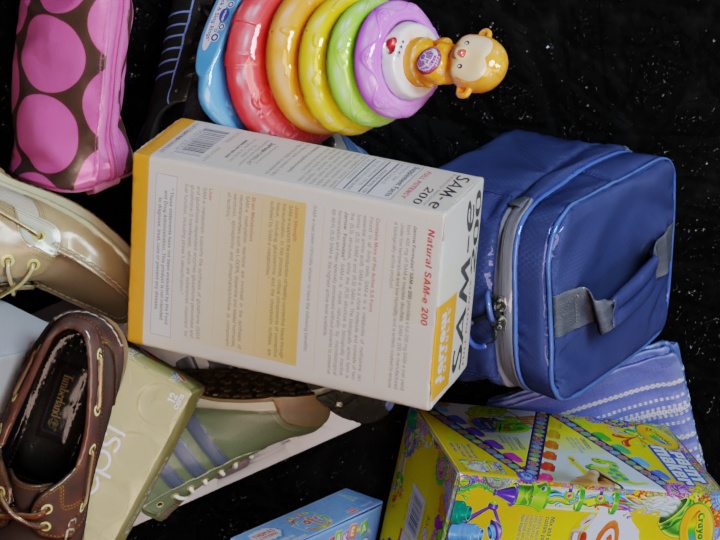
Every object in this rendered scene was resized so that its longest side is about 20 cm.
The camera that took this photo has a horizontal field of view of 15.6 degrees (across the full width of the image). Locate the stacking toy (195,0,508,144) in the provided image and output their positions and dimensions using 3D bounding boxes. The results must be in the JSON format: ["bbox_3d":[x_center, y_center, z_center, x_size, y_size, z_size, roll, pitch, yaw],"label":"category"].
[{"bbox_3d":[0.007,-0.123,1.569,0.110,0.199,0.117,38,68,-42],"label":"stacking toy"}]

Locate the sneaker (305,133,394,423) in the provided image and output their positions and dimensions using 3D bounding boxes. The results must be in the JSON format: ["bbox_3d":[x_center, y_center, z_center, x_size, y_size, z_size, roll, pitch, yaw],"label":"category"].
[{"bbox_3d":[0.000,0.000,1.673,0.078,0.201,0.089,-21,157,33],"label":"sneaker"}]

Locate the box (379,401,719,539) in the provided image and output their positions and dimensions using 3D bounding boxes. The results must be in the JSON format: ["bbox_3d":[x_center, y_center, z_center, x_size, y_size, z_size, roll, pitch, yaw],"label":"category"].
[{"bbox_3d":[0.117,0.209,1.758,0.191,0.122,0.201,7,108,-17],"label":"box"}]

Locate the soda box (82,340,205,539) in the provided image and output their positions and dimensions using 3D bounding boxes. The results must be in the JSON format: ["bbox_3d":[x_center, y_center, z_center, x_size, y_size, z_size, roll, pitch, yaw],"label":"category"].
[{"bbox_3d":[-0.172,0.143,1.604,0.067,0.064,0.201,29,94,3],"label":"soda box"}]

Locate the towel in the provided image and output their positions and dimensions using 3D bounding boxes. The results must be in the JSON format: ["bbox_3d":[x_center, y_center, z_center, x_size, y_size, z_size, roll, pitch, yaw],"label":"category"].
[{"bbox_3d":[0.175,0.156,1.829,0.144,0.024,0.201,-18,110,-5],"label":"towel"}]

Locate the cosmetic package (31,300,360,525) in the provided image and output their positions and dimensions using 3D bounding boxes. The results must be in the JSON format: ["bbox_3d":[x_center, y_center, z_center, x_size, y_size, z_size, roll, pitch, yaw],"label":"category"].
[{"bbox_3d":[-0.119,0.070,1.725,0.199,0.052,0.151,-24,108,-4],"label":"cosmetic package"}]

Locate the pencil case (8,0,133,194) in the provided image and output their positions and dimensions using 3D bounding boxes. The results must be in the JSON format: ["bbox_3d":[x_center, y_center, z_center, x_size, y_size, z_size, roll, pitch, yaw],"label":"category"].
[{"bbox_3d":[-0.169,-0.145,1.619,0.091,0.093,0.201,-19,122,-48],"label":"pencil case"}]

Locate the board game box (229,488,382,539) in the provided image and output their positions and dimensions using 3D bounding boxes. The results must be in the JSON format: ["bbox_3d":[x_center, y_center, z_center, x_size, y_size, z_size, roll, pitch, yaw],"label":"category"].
[{"bbox_3d":[-0.051,0.258,1.755,0.036,0.151,0.201,19,107,26],"label":"board game box"}]

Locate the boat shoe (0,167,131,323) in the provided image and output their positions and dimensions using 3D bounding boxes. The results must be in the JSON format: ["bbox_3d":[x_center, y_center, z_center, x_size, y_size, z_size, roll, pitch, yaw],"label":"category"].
[{"bbox_3d":[-0.221,-0.018,1.619,0.199,0.074,0.067,31,55,-3],"label":"boat shoe"}]

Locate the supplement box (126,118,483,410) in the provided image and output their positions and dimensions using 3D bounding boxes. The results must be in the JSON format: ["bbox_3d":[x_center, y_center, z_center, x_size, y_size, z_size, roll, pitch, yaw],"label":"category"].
[{"bbox_3d":[-0.034,-0.006,1.566,0.199,0.074,0.127,13,114,17],"label":"supplement box"}]

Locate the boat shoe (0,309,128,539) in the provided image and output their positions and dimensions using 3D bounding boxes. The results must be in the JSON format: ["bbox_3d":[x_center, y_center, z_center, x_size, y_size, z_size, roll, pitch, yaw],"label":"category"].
[{"bbox_3d":[-0.190,0.119,1.540,0.070,0.070,0.201,14,93,4],"label":"boat shoe"}]

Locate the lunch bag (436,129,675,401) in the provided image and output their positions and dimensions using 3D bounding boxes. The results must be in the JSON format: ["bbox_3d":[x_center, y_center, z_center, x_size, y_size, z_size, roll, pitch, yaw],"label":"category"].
[{"bbox_3d":[0.118,-0.004,1.659,0.132,0.200,0.137,9,113,29],"label":"lunch bag"}]

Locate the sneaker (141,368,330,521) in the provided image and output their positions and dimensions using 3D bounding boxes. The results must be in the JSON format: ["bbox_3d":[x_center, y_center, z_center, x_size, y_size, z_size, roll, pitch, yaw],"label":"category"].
[{"bbox_3d":[-0.118,0.114,1.676,0.199,0.067,0.090,-1,104,-3],"label":"sneaker"}]

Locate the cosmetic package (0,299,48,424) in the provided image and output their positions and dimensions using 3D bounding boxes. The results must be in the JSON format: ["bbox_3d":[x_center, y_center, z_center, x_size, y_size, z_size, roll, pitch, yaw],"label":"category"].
[{"bbox_3d":[-0.311,0.094,1.611,0.199,0.123,0.201,25,104,14],"label":"cosmetic package"}]

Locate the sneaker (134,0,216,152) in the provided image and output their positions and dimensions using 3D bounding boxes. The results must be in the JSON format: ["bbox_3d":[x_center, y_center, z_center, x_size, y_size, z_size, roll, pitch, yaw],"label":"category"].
[{"bbox_3d":[-0.092,-0.130,1.652,0.070,0.078,0.201,12,105,-15],"label":"sneaker"}]
